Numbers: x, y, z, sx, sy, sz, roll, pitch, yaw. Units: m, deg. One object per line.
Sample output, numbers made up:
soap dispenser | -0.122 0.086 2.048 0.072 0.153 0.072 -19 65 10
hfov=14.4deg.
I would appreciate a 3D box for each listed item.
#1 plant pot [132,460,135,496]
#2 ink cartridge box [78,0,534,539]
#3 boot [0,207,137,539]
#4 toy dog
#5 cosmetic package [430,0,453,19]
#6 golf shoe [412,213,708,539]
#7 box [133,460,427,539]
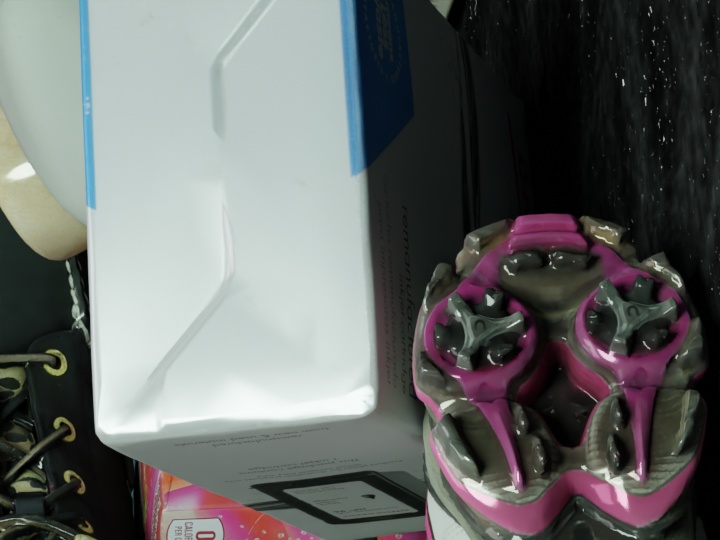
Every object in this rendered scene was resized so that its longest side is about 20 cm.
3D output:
plant pot | -0.136 -0.001 0.986 0.135 0.199 0.201 -86 -2 -63
ink cartridge box | 0.000 0.000 0.706 0.200 0.067 0.117 36 -131 -69
boot | -0.096 0.060 0.827 0.154 0.073 0.205 -136 41 -75
toy dog | -0.080 -0.053 0.751 0.132 0.199 0.097 -41 48 26
cosmetic package | -0.071 -0.125 0.840 0.087 0.199 0.104 109 157 -64
golf shoe | 0.045 0.091 0.574 0.092 0.072 0.201 86 -174 -53
box | -0.020 0.112 0.894 0.096 0.099 0.201 -102 13 -50
